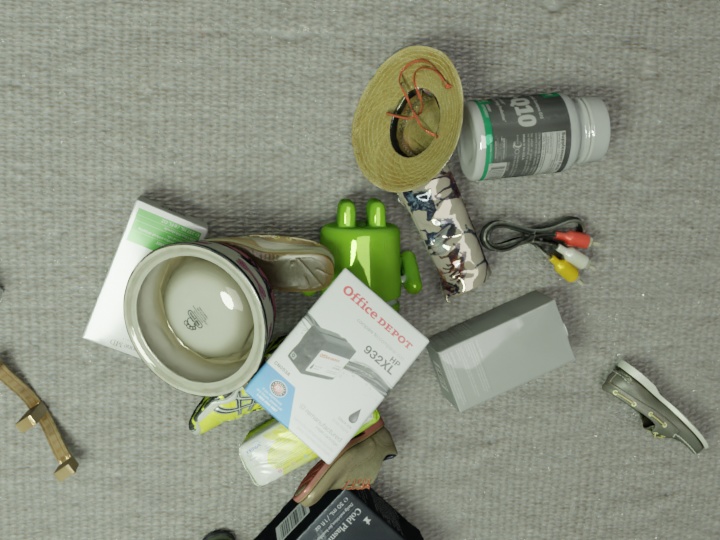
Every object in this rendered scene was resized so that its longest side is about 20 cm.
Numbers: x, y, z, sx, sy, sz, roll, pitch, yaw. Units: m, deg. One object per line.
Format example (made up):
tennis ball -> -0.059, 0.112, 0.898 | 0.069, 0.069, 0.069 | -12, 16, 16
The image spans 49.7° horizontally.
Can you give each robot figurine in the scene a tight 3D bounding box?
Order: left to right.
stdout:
robot figurine -> 0.000, 0.000, 1.105 | 0.173, 0.116, 0.202 | -2, 100, -7

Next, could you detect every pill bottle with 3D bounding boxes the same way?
pill bottle -> 0.246, -0.194, 1.116 | 0.198, 0.113, 0.114 | -7, 101, -9

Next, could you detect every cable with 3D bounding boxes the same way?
cable -> 0.276, -0.048, 1.163 | 0.198, 0.050, 0.098 | 17, 96, -27

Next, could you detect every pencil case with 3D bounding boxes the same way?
pencil case -> 0.122, -0.055, 1.137 | 0.089, 0.078, 0.202 | -22, 103, 12

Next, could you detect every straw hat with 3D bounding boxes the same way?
straw hat -> 0.087, -0.204, 1.097 | 0.085, 0.200, 0.203 | 6, 101, -52

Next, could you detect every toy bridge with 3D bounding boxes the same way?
toy bridge -> -0.458, 0.204, 1.086 | 0.027, 0.067, 0.201 | -32, 102, -3

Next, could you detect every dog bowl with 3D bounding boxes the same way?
dog bowl -> -0.196, 0.053, 0.987 | 0.198, 0.074, 0.202 | 5, 109, 16

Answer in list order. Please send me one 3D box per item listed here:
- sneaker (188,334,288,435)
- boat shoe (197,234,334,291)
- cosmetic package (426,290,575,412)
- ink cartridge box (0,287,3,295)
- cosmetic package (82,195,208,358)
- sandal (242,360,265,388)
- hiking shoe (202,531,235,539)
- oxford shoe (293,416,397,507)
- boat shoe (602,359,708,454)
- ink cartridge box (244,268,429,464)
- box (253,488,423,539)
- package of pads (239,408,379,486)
sneaker -> -0.161, 0.181, 1.130 | 0.199, 0.075, 0.077 | -36, 102, -1
boat shoe -> -0.131, -0.012, 1.035 | 0.198, 0.066, 0.075 | 8, 112, 2
cosmetic package -> 0.211, 0.120, 1.178 | 0.198, 0.090, 0.108 | -22, 102, -8
ink cartridge box -> -0.605, 0.014, 1.021 | 0.145, 0.088, 0.200 | -43, 102, 0
cosmetic package -> -0.295, 0.010, 1.074 | 0.107, 0.085, 0.202 | 21, 94, -15
sandal -> -0.193, 0.085, 1.084 | 0.054, 0.080, 0.201 | -32, 78, 23
hiking shoe -> -0.211, 0.502, 1.160 | 0.075, 0.101, 0.202 | -7, 100, -8
oxford shoe -> -0.012, 0.276, 1.079 | 0.075, 0.070, 0.199 | 53, 43, 6
boat shoe -> 0.472, 0.229, 1.248 | 0.201, 0.072, 0.060 | 43, 92, -7
ink cartridge box -> -0.030, 0.119, 0.997 | 0.145, 0.084, 0.200 | 40, 85, 1
box -> -0.031, 0.431, 1.170 | 0.197, 0.124, 0.200 | 44, 90, -15
package of pads -> -0.071, 0.223, 1.107 | 0.199, 0.155, 0.069 | -29, 88, -3
